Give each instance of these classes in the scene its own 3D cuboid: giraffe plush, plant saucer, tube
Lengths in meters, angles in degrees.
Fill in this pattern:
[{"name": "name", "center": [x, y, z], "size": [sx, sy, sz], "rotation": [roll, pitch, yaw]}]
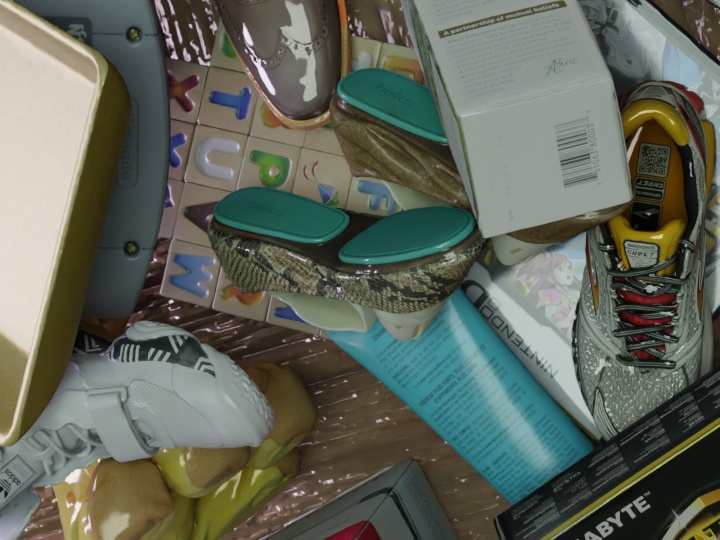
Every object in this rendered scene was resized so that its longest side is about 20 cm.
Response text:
[{"name": "giraffe plush", "center": [-0.142, 0.088, 1.411], "size": [0.162, 0.172, 0.200], "rotation": [50, 137, 15]}, {"name": "plant saucer", "center": [-0.186, -0.043, 1.268], "size": [0.200, 0.048, 0.201], "rotation": [32, 113, 42]}, {"name": "tube", "center": [0.076, 0.082, 1.382], "size": [0.077, 0.050, 0.200], "rotation": [-43, 93, 12]}]

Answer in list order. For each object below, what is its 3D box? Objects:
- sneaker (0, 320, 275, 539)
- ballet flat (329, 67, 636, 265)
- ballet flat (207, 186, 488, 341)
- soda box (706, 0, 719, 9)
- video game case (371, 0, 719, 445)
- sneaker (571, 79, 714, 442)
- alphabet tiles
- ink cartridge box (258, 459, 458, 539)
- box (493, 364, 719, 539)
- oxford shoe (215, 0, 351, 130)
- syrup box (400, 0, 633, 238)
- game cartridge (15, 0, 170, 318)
[{"name": "sneaker", "center": [-0.142, 0.084, 1.279], "size": [0.199, 0.075, 0.115], "rotation": [13, 60, 33]}, {"name": "ballet flat", "center": [0.063, -0.045, 1.333], "size": [0.199, 0.068, 0.073], "rotation": [22, 131, 35]}, {"name": "ballet flat", "center": [0.000, 0.000, 1.345], "size": [0.199, 0.068, 0.076], "rotation": [8, 125, 45]}, {"name": "soda box", "center": [0.153, -0.202, 1.349], "size": [0.200, 0.071, 0.064], "rotation": [36, 99, 8]}, {"name": "video game case", "center": [0.130, -0.038, 1.389], "size": [0.181, 0.025, 0.200], "rotation": [42, 101, 7]}, {"name": "sneaker", "center": [0.145, 0.001, 1.333], "size": [0.077, 0.082, 0.202], "rotation": [0, 94, 12]}, {"name": "alphabet tiles", "center": [-0.035, -0.052, 1.417], "size": [0.199, 0.006, 0.168], "rotation": [14, 92, 19]}, {"name": "ink cartridge box", "center": [-0.028, 0.186, 1.352], "size": [0.145, 0.200, 0.084], "rotation": [-30, 91, 13]}, {"name": "box", "center": [0.195, 0.139, 1.334], "size": [0.199, 0.049, 0.160], "rotation": [-34, 119, 9]}, {"name": "oxford shoe", "center": [-0.060, -0.173, 1.389], "size": [0.071, 0.073, 0.201], "rotation": [-21, 83, 14]}, {"name": "syrup box", "center": [0.072, -0.113, 1.289], "size": [0.081, 0.201, 0.079], "rotation": [-14, 129, -1]}, {"name": "game cartridge", "center": [-0.168, -0.073, 1.353], "size": [0.132, 0.042, 0.201], "rotation": [0, 109, -9]}]
